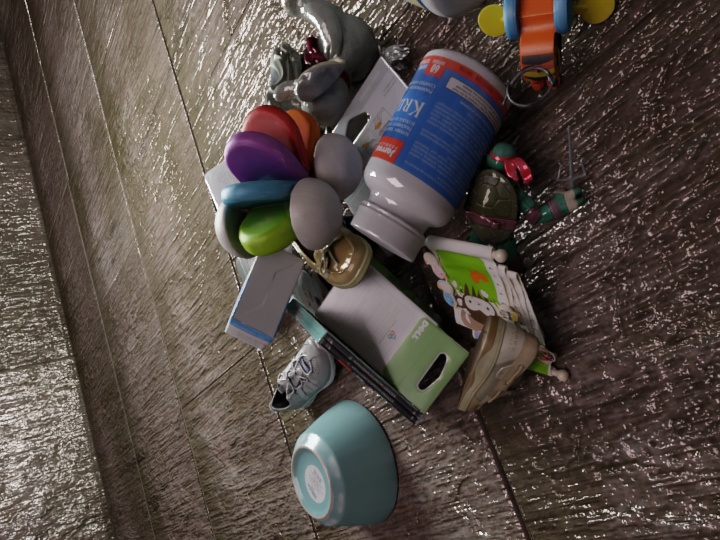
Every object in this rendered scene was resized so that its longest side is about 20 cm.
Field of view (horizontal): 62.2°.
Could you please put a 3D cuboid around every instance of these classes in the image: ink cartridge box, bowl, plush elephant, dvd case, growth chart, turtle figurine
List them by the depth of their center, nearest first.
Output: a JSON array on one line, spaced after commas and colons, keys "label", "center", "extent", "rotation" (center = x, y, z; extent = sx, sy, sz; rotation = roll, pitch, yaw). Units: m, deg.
[{"label": "turtle figurine", "center": [0.158, -0.069, 0.665], "extent": [0.149, 0.098, 0.206], "rotation": [39, 133, 46]}, {"label": "growth chart", "center": [0.146, 0.041, 0.685], "extent": [0.143, 0.018, 0.203], "rotation": [5, 134, 53]}, {"label": "ink cartridge box", "center": [0.043, -0.145, 0.786], "extent": [0.175, 0.043, 0.200], "rotation": [50, 134, 7]}, {"label": "ink cartridge box", "center": [0.044, 0.079, 0.806], "extent": [0.199, 0.059, 0.105], "rotation": [40, 102, 11]}, {"label": "plush elephant", "center": [-0.047, -0.263, 0.817], "extent": [0.196, 0.156, 0.166], "rotation": [26, 157, 29]}, {"label": "dvd case", "center": [-0.010, 0.123, 0.822], "extent": [0.022, 0.200, 0.145], "rotation": [-47, 26, -5]}, {"label": "ink cartridge box", "center": [-0.146, 0.045, 0.878], "extent": [0.200, 0.066, 0.118], "rotation": [141, 152, -70]}, {"label": "ink cartridge box", "center": [-0.091, 0.017, 0.963], "extent": [0.198, 0.050, 0.164], "rotation": [33, 151, 40]}, {"label": "bowl", "center": [-0.041, 0.325, 0.967], "extent": [0.198, 0.103, 0.209], "rotation": [11, 104, 49]}]

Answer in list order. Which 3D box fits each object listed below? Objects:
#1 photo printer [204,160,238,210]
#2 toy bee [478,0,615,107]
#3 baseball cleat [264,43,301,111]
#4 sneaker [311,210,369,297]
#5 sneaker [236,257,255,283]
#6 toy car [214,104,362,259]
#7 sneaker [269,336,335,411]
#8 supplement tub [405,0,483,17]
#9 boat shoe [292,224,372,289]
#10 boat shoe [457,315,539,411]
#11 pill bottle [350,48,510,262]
[{"label": "photo printer", "center": [-0.142, -0.146, 0.955], "extent": [0.168, 0.197, 0.070], "rotation": [55, 178, 41]}, {"label": "toy bee", "center": [0.178, -0.242, 0.613], "extent": [0.129, 0.108, 0.204], "rotation": [26, 86, 29]}, {"label": "baseball cleat", "center": [-0.117, -0.271, 0.957], "extent": [0.108, 0.067, 0.205], "rotation": [100, 172, -50]}, {"label": "sneaker", "center": [-0.002, 0.000, 0.882], "extent": [0.203, 0.075, 0.150], "rotation": [47, 132, 36]}, {"label": "sneaker", "center": [-0.183, 0.034, 1.123], "extent": [0.071, 0.079, 0.203], "rotation": [47, 149, 24]}, {"label": "toy car", "center": [-0.103, -0.118, 0.738], "extent": [0.170, 0.204, 0.152], "rotation": [-4, 136, 30]}, {"label": "sneaker", "center": [-0.102, 0.189, 1.024], "extent": [0.075, 0.080, 0.203], "rotation": [50, 137, 26]}, {"label": "supplement tub", "center": [0.061, -0.391, 0.686], "extent": [0.199, 0.141, 0.148], "rotation": [41, 126, 38]}, {"label": "boat shoe", "center": [-0.051, -0.032, 0.796], "extent": [0.075, 0.062, 0.199], "rotation": [-61, 32, -2]}, {"label": "boat shoe", "center": [0.155, 0.120, 0.689], "extent": [0.063, 0.074, 0.202], "rotation": [15, 149, 8]}, {"label": "pill bottle", "center": [0.070, -0.119, 0.645], "extent": [0.111, 0.111, 0.204], "rotation": [28, 89, 43]}]
